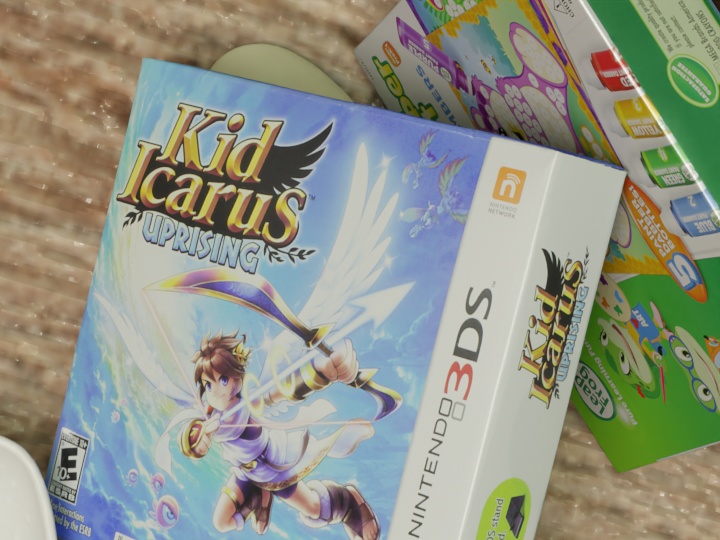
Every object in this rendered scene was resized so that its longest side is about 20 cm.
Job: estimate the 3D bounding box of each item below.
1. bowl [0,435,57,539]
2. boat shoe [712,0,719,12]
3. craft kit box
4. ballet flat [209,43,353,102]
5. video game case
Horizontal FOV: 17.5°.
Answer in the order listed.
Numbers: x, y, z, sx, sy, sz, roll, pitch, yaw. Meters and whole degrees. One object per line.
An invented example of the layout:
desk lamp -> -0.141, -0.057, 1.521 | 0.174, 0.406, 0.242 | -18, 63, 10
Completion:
bowl -> -0.204, 0.159, 0.844 | 0.199, 0.075, 0.201 | -3, 81, -7
boat shoe -> 0.109, -0.137, 0.802 | 0.072, 0.201, 0.068 | 32, 42, 12
craft kit box -> 0.089, -0.032, 0.832 | 0.048, 0.198, 0.201 | -32, 88, -16
ballet flat -> 0.000, 0.000, 0.887 | 0.069, 0.069, 0.201 | -28, 88, -7
video game case -> -0.018, 0.031, 0.817 | 0.199, 0.045, 0.182 | 16, 92, 40
